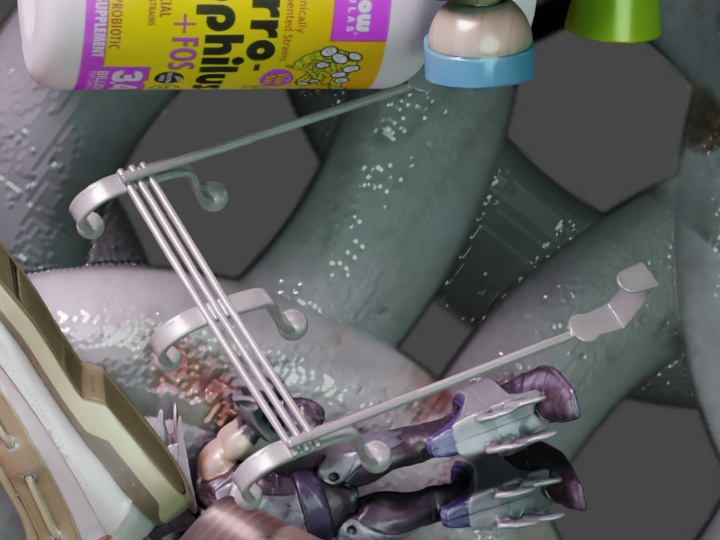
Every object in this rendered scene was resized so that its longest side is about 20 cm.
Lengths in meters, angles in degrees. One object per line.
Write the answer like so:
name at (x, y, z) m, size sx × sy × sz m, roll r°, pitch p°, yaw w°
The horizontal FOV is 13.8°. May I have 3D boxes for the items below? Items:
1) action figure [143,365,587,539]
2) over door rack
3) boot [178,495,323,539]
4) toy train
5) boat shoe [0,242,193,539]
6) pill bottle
action figure at (-0.006, 0.096, 1.269) m, size 0.200 × 0.069 × 0.130 m, roll -17°, pitch 114°, yaw -11°
over door rack at (0.000, 0.000, 1.223) m, size 0.200 × 0.067 × 0.148 m, roll -24°, pitch 70°, yaw -24°
boot at (-0.045, 0.194, 1.210) m, size 0.146 × 0.070 × 0.200 m, roll 44°, pitch 119°, yaw 15°
toy train at (0.104, -0.141, 1.154) m, size 0.200 × 0.085 × 0.116 m, roll -14°, pitch 114°, yaw -30°
boat shoe at (-0.154, 0.037, 1.203) m, size 0.068 × 0.075 × 0.200 m, roll -37°, pitch 98°, yaw 5°
pill bottle at (-0.034, -0.124, 1.191) m, size 0.200 × 0.104 × 0.104 m, roll -2°, pitch 100°, yaw -12°
